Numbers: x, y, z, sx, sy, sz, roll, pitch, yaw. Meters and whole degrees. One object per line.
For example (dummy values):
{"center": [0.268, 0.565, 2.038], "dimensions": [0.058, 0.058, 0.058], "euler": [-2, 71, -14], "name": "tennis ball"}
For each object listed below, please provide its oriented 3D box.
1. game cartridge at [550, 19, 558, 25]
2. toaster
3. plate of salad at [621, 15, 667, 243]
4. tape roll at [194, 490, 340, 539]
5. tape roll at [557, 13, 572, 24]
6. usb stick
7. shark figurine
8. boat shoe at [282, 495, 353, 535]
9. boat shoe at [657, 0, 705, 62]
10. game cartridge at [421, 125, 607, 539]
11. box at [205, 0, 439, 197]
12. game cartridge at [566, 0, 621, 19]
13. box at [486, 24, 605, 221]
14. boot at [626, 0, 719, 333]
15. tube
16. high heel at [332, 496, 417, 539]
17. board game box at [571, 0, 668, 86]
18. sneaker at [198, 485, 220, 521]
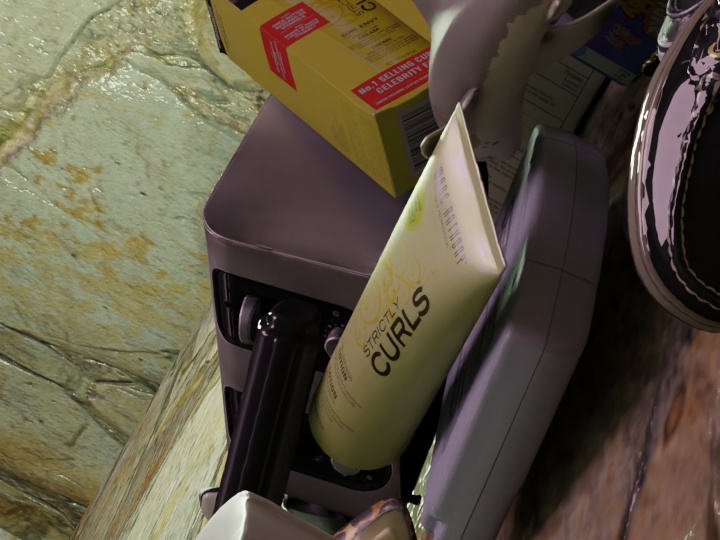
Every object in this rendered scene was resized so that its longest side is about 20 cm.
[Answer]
{"center": [0.111, -0.200, 0.974], "dimensions": [0.201, 0.041, 0.133], "euler": [-61, 4, 13], "name": "game cartridge"}
{"center": [0.000, 0.000, 1.053], "dimensions": [0.201, 0.118, 0.182], "euler": [-64, -19, -43], "name": "toaster"}
{"center": [0.158, -0.103, 0.854], "dimensions": [0.201, 0.048, 0.200], "euler": [-61, 7, 12], "name": "plate of salad"}
{"center": [-0.028, 0.195, 0.663], "dimensions": [0.204, 0.138, 0.203], "euler": [-60, 7, 13], "name": "tape roll"}
{"center": [0.068, -0.213, 1.294], "dimensions": [0.066, 0.199, 0.200], "euler": [-62, 7, -12], "name": "tape roll"}
{"center": [-0.053, 0.113, 0.942], "dimensions": [0.055, 0.032, 0.202], "euler": [-46, -29, -75], "name": "usb stick"}
{"center": [0.061, -0.131, 0.832], "dimensions": [0.128, 0.089, 0.215], "euler": [-24, -28, -52], "name": "shark figurine"}
{"center": [-0.025, 0.142, 1.163], "dimensions": [0.067, 0.070, 0.200], "euler": [-63, 0, -3], "name": "boat shoe"}
{"center": [0.163, -0.160, 0.777], "dimensions": [0.201, 0.068, 0.072], "euler": [-54, 24, -19], "name": "boat shoe"}
{"center": [0.072, 0.021, 0.893], "dimensions": [0.200, 0.040, 0.134], "euler": [-74, 1, -59], "name": "game cartridge"}
{"center": [-0.006, -0.109, 0.995], "dimensions": [0.075, 0.050, 0.200], "euler": [-28, 37, -14], "name": "box"}
{"center": [0.159, -0.223, 0.991], "dimensions": [0.201, 0.040, 0.134], "euler": [-57, 12, 34], "name": "game cartridge"}
{"center": [0.062, -0.065, 1.206], "dimensions": [0.201, 0.095, 0.078], "euler": [-59, 5, 7], "name": "box"}
{"center": [0.164, -0.084, 0.646], "dimensions": [0.205, 0.073, 0.154], "euler": [-65, 11, -14], "name": "boot"}
{"center": [0.022, 0.018, 0.851], "dimensions": [0.052, 0.058, 0.200], "euler": [-46, -10, -34], "name": "tube"}
{"center": [-0.014, 0.153, 0.956], "dimensions": [0.143, 0.071, 0.201], "euler": [-85, 13, -58], "name": "high heel"}
{"center": [0.183, -0.197, 1.042], "dimensions": [0.135, 0.045, 0.200], "euler": [-65, 8, -23], "name": "board game box"}
{"center": [-0.036, 0.092, 1.317], "dimensions": [0.201, 0.087, 0.076], "euler": [-61, 5, -11], "name": "sneaker"}
